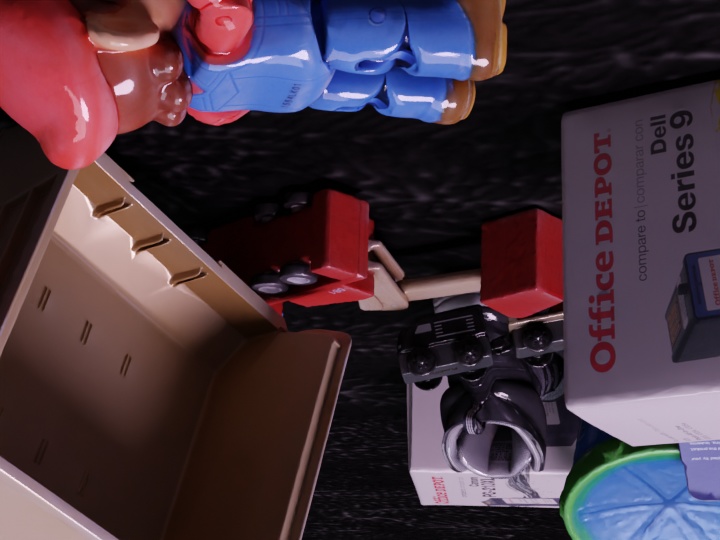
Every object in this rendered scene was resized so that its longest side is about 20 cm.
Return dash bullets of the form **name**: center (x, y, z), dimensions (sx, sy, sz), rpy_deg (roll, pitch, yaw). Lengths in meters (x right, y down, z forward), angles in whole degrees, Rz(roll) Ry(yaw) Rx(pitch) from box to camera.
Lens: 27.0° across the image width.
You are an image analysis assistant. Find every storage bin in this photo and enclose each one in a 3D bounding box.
- **storage bin**: center (-0.112, 0.053, 0.711), dimensions (0.094, 0.199, 0.200), rpy_deg (-14, 135, 36)

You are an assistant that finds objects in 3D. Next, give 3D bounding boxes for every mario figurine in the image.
- **mario figurine**: center (-0.051, -0.103, 0.555), dimensions (0.200, 0.106, 0.124), rpy_deg (-2, 127, -18)

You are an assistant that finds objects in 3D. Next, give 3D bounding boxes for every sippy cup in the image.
- **sippy cup**: center (0.200, 0.110, 0.985), dimensions (0.178, 0.130, 0.140), rpy_deg (-22, 129, 26)

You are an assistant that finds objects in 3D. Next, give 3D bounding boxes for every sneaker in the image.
- **sneaker**: center (0.096, 0.083, 0.978), dimensions (0.075, 0.114, 0.200), rpy_deg (-5, 160, 21)

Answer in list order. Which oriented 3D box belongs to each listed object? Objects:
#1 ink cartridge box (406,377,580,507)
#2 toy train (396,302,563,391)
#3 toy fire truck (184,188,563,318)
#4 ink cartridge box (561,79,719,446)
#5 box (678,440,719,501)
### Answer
- **ink cartridge box**: center (0.139, 0.133, 1.162), dimensions (0.200, 0.084, 0.145), rpy_deg (0, 160, 7)
- **toy train**: center (0.118, 0.028, 0.876), dimensions (0.200, 0.046, 0.034), rpy_deg (-12, 152, 3)
- **toy fire truck**: center (0.000, 0.000, 0.848), dimensions (0.141, 0.049, 0.200), rpy_deg (17, 157, -39)
- **ink cartridge box**: center (0.192, -0.009, 0.648), dimensions (0.200, 0.145, 0.087), rpy_deg (-10, 157, 32)
- **box**: center (0.229, 0.047, 0.828), dimensions (0.121, 0.032, 0.200), rpy_deg (-4, 125, 19)
